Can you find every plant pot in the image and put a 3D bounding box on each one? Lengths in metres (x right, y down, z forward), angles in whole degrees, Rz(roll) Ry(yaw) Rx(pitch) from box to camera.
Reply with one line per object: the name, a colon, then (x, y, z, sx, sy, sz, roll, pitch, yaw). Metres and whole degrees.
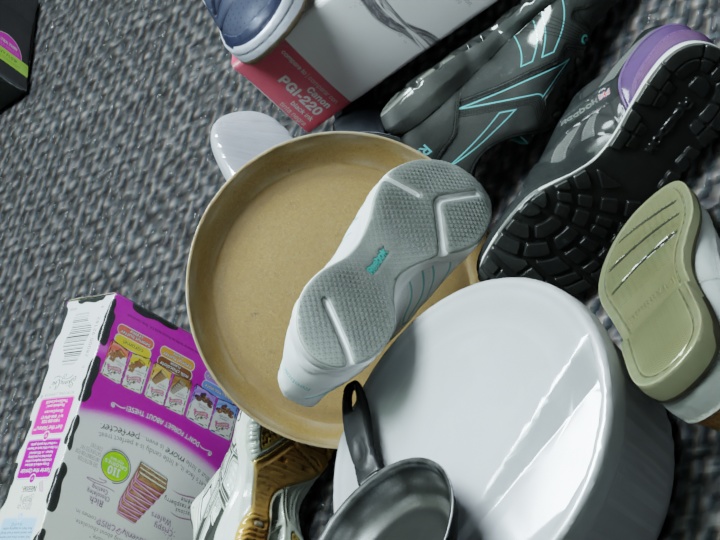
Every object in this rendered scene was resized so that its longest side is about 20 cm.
plant pot: (-0.011, 0.013, 1.213, 0.027, 0.199, 0.201, 126, 169, -80)

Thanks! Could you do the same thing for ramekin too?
ramekin: (0.086, 0.113, 1.084, 0.202, 0.094, 0.203, -28, 46, 33)

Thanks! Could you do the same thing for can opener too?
can opener: (-0.001, -0.117, 1.380, 0.200, 0.078, 0.064, -111, 23, -50)

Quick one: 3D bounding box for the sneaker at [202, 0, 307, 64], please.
sneaker: (-0.100, -0.219, 1.285, 0.070, 0.108, 0.200, -40, 31, 17)

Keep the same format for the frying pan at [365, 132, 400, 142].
frying pan: (-0.013, -0.012, 1.253, 0.190, 0.115, 0.031, -51, -2, -21)

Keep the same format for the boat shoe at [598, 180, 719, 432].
boat shoe: (0.182, 0.024, 1.062, 0.075, 0.068, 0.200, -43, 19, 26)

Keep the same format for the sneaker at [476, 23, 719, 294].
sneaker: (0.145, -0.065, 1.178, 0.200, 0.076, 0.088, -46, 24, 9)

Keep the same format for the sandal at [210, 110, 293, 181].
sandal: (-0.044, -0.021, 1.329, 0.207, 0.079, 0.059, 61, 152, 29)

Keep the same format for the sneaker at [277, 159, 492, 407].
sneaker: (0.008, 0.004, 1.157, 0.200, 0.070, 0.080, -47, -5, -39)

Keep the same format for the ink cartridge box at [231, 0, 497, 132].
ink cartridge box: (0.012, -0.210, 1.321, 0.200, 0.085, 0.146, -34, 34, 25)

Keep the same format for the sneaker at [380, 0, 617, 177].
sneaker: (0.109, -0.133, 1.258, 0.200, 0.079, 0.075, -38, 4, -3)

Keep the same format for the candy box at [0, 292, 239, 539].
candy box: (-0.162, 0.135, 1.307, 0.061, 0.136, 0.201, -10, 57, 46)

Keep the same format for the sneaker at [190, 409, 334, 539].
sneaker: (-0.075, 0.137, 1.260, 0.087, 0.075, 0.201, -15, 52, 47)

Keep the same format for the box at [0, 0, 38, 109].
box: (-0.427, -0.205, 1.823, 0.199, 0.148, 0.125, -29, 45, 31)

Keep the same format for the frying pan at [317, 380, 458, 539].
frying pan: (0.000, 0.142, 1.056, 0.115, 0.031, 0.190, -51, 25, 1)
